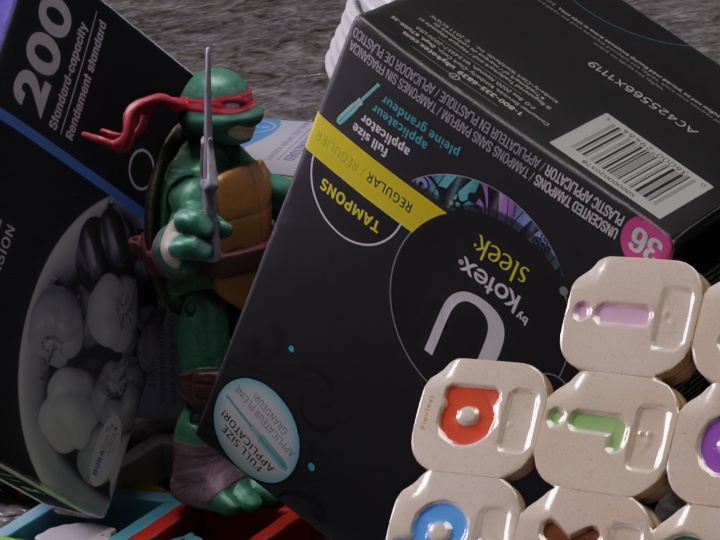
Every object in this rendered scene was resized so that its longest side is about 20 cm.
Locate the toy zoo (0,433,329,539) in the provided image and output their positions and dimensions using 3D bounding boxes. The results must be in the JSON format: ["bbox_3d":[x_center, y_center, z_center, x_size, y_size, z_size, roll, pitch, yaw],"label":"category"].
[{"bbox_3d":[-0.074,0.106,1.157,0.130,0.021,0.200,2,19,33],"label":"toy zoo"}]

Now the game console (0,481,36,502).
[{"bbox_3d":[-0.177,-0.007,1.247,0.118,0.201,0.172,12,-16,12],"label":"game console"}]

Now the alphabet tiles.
[{"bbox_3d":[0.092,0.093,0.854,0.194,0.201,0.015,3,-18,34],"label":"alphabet tiles"}]

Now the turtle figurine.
[{"bbox_3d":[-0.046,-0.009,1.128,0.100,0.202,0.149,18,27,41],"label":"turtle figurine"}]

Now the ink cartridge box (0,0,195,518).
[{"bbox_3d":[-0.148,-0.026,1.105,0.043,0.199,0.200,2,-22,38],"label":"ink cartridge box"}]

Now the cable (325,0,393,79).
[{"bbox_3d":[0.081,-0.074,1.219,0.199,0.070,0.200,30,19,8],"label":"cable"}]

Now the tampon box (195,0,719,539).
[{"bbox_3d":[0.054,0.010,1.017,0.150,0.201,0.126,36,35,21],"label":"tampon box"}]

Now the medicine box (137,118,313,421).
[{"bbox_3d":[0.000,0.000,1.286,0.198,0.104,0.182,3,17,12],"label":"medicine box"}]
